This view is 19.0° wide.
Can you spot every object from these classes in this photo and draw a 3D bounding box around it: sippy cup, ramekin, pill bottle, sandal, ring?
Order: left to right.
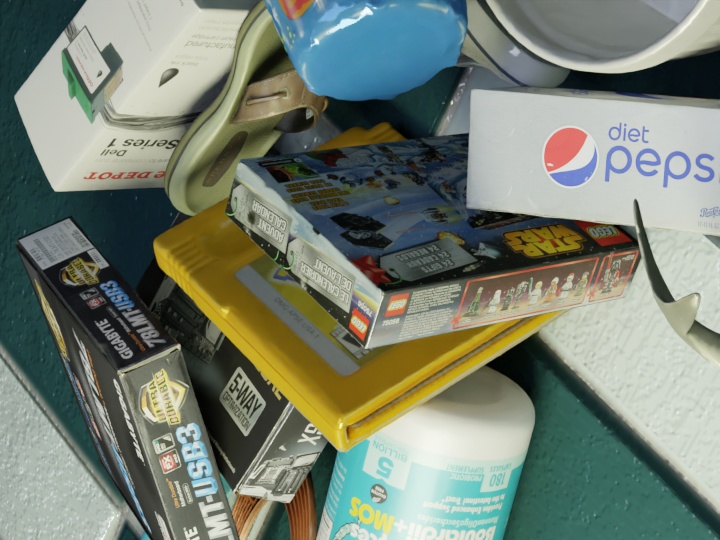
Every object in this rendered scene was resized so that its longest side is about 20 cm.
[{"bbox_3d":[-0.073,0.212,1.421,0.200,0.019,0.201,-166,90,-72],"label":"ring"},{"bbox_3d":[-0.051,-0.105,1.347,0.057,0.080,0.201,51,123,31],"label":"sandal"},{"bbox_3d":[-0.001,-0.169,1.179,0.139,0.178,0.131,-31,59,30],"label":"sippy cup"},{"bbox_3d":[0.031,0.157,1.301,0.111,0.111,0.201,31,115,42],"label":"pill bottle"},{"bbox_3d":[0.158,-0.205,1.140,0.200,0.105,0.201,5,96,47],"label":"ramekin"}]

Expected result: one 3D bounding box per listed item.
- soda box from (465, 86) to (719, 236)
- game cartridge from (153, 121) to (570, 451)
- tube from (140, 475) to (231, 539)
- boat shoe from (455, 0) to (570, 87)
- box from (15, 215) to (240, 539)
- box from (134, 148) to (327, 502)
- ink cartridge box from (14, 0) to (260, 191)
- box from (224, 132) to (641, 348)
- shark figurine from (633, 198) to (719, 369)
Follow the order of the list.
[{"bbox_3d":[0.158,-0.059,1.142,0.200,0.063,0.068,7,99,30],"label":"soda box"},{"bbox_3d":[0.000,0.000,1.284,0.200,0.176,0.032,43,153,36],"label":"game cartridge"},{"bbox_3d":[-0.141,0.216,1.545,0.077,0.050,0.200,43,119,42],"label":"tube"},{"bbox_3d":[0.051,-0.154,1.284,0.202,0.074,0.086,53,128,35],"label":"boat shoe"},{"bbox_3d":[-0.148,0.091,1.409,0.199,0.050,0.200,47,157,53],"label":"box"},{"bbox_3d":[-0.067,0.029,1.400,0.158,0.050,0.200,-58,42,18],"label":"box"},{"bbox_3d":[-0.115,-0.140,1.414,0.200,0.146,0.084,-46,61,40],"label":"ink cartridge box"},{"bbox_3d":[0.043,-0.022,1.208,0.137,0.200,0.040,42,128,38],"label":"box"},{"bbox_3d":[0.235,0.029,1.074,0.128,0.214,0.090,94,-176,-50],"label":"shark figurine"}]
